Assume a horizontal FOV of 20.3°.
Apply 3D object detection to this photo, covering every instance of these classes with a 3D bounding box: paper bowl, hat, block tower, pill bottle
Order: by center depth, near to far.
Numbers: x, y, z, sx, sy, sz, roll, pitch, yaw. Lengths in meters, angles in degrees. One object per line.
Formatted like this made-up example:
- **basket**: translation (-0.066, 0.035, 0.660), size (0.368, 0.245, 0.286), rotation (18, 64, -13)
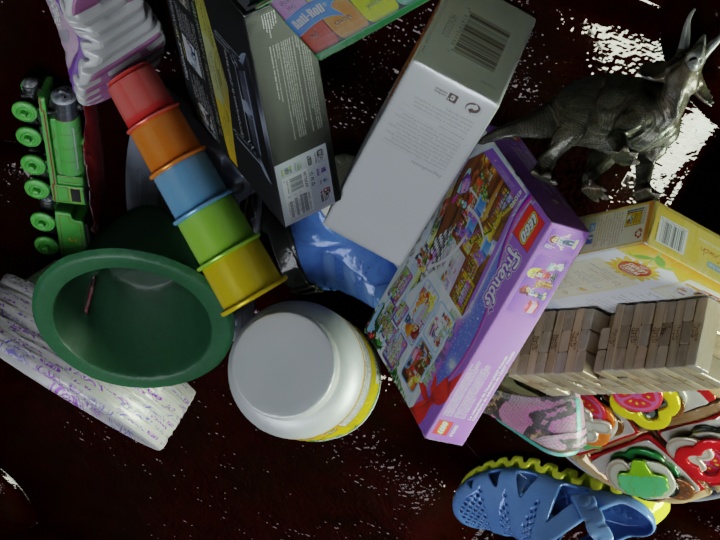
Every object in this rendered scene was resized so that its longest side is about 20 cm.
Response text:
- **block tower**: translation (0.198, 0.060, 1.520), size (0.058, 0.054, 0.199), rotation (24, 161, -36)
- **hat**: translation (-0.176, -0.031, 1.648), size (0.164, 0.177, 0.201), rotation (8, 140, -3)
- **pill bottle**: translation (-0.048, 0.084, 1.653), size (0.112, 0.114, 0.200), rotation (18, 176, 8)
- **paper bowl**: translation (-0.234, 0.066, 1.769), size (0.200, 0.105, 0.201), rotation (30, 169, 7)

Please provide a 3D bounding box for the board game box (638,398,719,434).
- **board game box**: translation (0.299, 0.104, 1.641), size (0.198, 0.024, 0.105), rotation (8, 139, 19)

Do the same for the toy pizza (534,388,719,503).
- **toy pizza**: translation (0.238, 0.134, 1.662), size (0.199, 0.032, 0.201), rotation (14, 140, 12)

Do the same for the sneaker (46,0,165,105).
- **sneaker**: translation (-0.205, -0.203, 1.526), size (0.089, 0.080, 0.200), rotation (51, 163, 19)

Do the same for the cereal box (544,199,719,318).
- **cereal box**: translation (0.198, 0.004, 1.503), size (0.143, 0.040, 0.199), rotation (25, 160, -31)

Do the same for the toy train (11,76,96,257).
- **toy train**: translation (-0.256, -0.085, 1.704), size (0.056, 0.042, 0.201), rotation (7, 138, 6)

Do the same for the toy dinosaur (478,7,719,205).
- **toy dinosaur**: translation (0.178, -0.105, 1.429), size (0.199, 0.103, 0.077), rotation (-10, 139, 45)

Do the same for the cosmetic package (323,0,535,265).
- **cosmetic package**: translation (0.049, -0.107, 1.477), size (0.071, 0.102, 0.200), rotation (27, 139, -2)

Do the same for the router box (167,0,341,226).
- **router box**: translation (-0.084, -0.155, 1.461), size (0.157, 0.052, 0.201), rotation (50, 158, 40)

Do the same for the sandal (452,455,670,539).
- **sandal**: translation (0.170, 0.220, 1.782), size (0.199, 0.087, 0.080), rotation (0, 137, 29)

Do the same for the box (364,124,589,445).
- **box**: translation (0.083, 0.010, 1.504), size (0.039, 0.137, 0.201), rotation (13, 119, -31)

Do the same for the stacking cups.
- **stacking cups**: translation (-0.127, -0.067, 1.539), size (0.060, 0.060, 0.201), rotation (-25, 94, 43)

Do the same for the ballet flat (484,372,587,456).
- **ballet flat**: translation (0.117, 0.095, 1.672), size (0.199, 0.069, 0.072), rotation (20, 108, 50)

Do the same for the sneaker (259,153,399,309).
- **sneaker**: translation (0.000, -0.001, 1.634), size (0.111, 0.077, 0.200), rotation (-21, 123, 39)

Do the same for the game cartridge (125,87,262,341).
- **game cartridge**: translation (-0.138, -0.049, 1.644), size (0.133, 0.040, 0.201), rotation (34, 140, 24)

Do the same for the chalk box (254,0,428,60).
- **chalk box**: translation (-0.006, -0.231, 1.292), size (0.124, 0.201, 0.124), rotation (-21, 122, 41)
